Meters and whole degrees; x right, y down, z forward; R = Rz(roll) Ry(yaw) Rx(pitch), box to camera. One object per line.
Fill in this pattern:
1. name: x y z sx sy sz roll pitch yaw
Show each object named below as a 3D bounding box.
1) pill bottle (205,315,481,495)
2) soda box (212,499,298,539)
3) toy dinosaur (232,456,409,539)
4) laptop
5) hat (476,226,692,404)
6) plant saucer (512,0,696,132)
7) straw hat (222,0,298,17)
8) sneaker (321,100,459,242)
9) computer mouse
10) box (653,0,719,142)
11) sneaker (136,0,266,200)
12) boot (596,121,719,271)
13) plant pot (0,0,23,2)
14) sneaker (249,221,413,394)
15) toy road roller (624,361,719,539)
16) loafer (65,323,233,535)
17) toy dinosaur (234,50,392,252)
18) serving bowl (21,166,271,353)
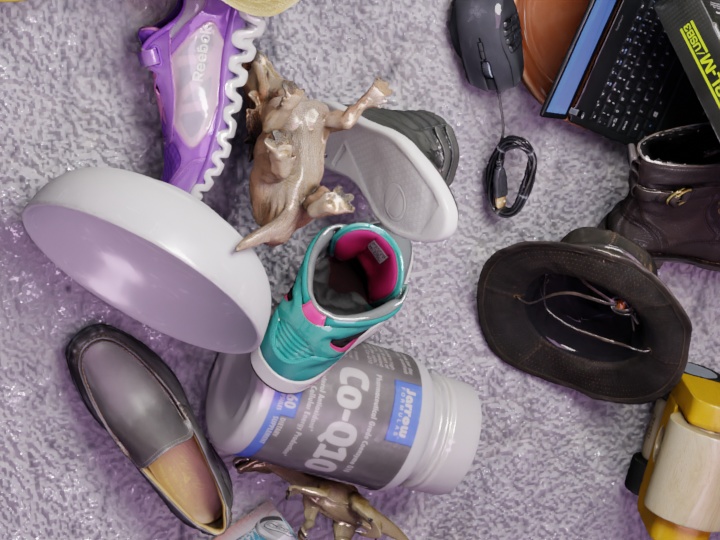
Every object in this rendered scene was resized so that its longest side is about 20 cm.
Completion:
1. pill bottle: -0.012 0.111 1.717 0.200 0.114 0.114 16 101 -24
2. soda box: -0.130 0.277 1.750 0.200 0.068 0.064 -36 115 -5
3. toy dinosaur: -0.008 0.197 1.755 0.200 0.101 0.058 32 111 -26
4. laptop: 0.237 -0.178 1.687 0.200 0.103 0.178 20 100 -24
5. hat: 0.189 0.018 1.764 0.201 0.200 0.081 44 50 -26
6. plant saucer: 0.208 -0.212 1.740 0.200 0.032 0.201 -6 108 -17
7. straw hat: -0.110 -0.278 1.567 0.201 0.085 0.202 9 79 -49
8. sneaker: 0.047 -0.079 1.640 0.099 0.200 0.071 -1 115 -30
9. computer mouse: 0.105 -0.134 1.709 0.058 0.034 0.201 -1 111 24
10. box: 0.332 -0.124 1.670 0.047 0.194 0.200 -36 154 33
11. sneaker: -0.130 -0.146 1.618 0.088 0.080 0.201 13 96 -17
12. boot: 0.290 -0.064 1.740 0.199 0.174 0.069 -8 65 -16
13. plant pot: -0.248 -0.273 1.441 0.200 0.189 0.201 0 105 -1
14. sneaker: 0.000 0.000 1.640 0.084 0.121 0.200 41 46 0
15. toy road roller: 0.312 0.159 1.805 0.146 0.200 0.123 15 102 -1
16. loafer: -0.158 0.126 1.692 0.073 0.072 0.200 -39 115 -3
17. toy dinosaur: -0.055 -0.076 1.593 0.086 0.136 0.200 24 60 -19
18. serving bowl: -0.148 -0.018 1.595 0.200 0.200 0.066 38 68 -26
